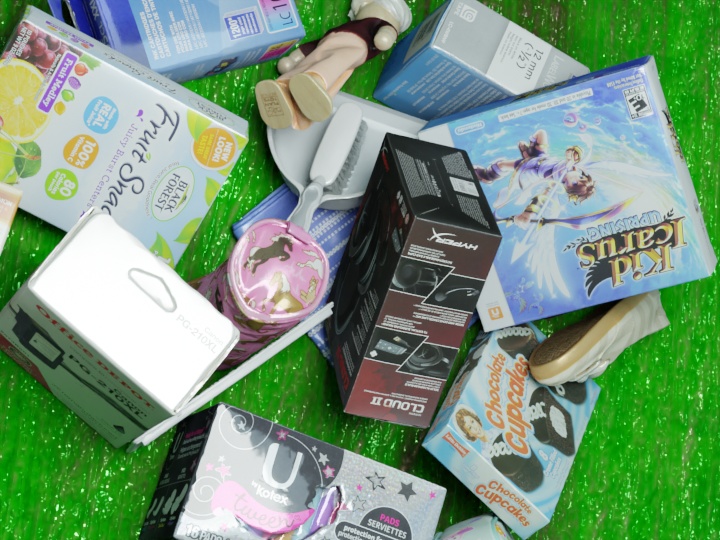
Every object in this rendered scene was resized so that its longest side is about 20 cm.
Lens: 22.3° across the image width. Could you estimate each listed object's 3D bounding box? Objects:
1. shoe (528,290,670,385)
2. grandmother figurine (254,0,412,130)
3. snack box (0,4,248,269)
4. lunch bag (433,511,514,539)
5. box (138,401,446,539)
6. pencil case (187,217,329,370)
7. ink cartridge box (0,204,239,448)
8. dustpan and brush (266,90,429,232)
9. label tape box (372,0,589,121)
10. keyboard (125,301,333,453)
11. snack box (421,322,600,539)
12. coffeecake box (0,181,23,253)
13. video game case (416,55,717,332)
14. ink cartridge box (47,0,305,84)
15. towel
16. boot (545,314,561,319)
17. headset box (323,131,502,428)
[{"bbox_3d":[0.213,0.060,1.577,0.200,0.070,0.053,-32,95,-49],"label":"shoe"},{"bbox_3d":[-0.016,-0.184,1.553,0.200,0.121,0.061,-47,130,-48],"label":"grandmother figurine"},{"bbox_3d":[-0.209,-0.100,1.457,0.200,0.053,0.142,28,108,-13],"label":"snack box"},{"bbox_3d":[0.118,0.298,1.472,0.077,0.160,0.200,-22,87,2],"label":"lunch bag"},{"bbox_3d":[-0.054,0.192,1.442,0.200,0.132,0.115,21,73,-15],"label":"box"},{"bbox_3d":[-0.089,0.021,1.431,0.083,0.200,0.087,-7,80,-21],"label":"pencil case"},{"bbox_3d":[-0.192,0.048,1.386,0.145,0.200,0.084,42,67,-7],"label":"ink cartridge box"},{"bbox_3d":[-0.030,-0.079,1.522,0.139,0.057,0.200,20,64,6],"label":"dustpan and brush"},{"bbox_3d":[0.129,-0.147,1.581,0.200,0.143,0.066,28,70,-13],"label":"label tape box"},{"bbox_3d":[-0.105,0.087,1.480,0.200,0.056,0.011,-35,92,-19],"label":"keyboard"},{"bbox_3d":[0.129,0.121,1.525,0.116,0.037,0.200,43,34,-7],"label":"snack box"},{"bbox_3d":[-0.329,0.035,1.364,0.073,0.153,0.200,22,71,-15],"label":"coffeecake box"},{"bbox_3d":[0.168,-0.059,1.495,0.182,0.200,0.045,70,22,-12],"label":"video game case"},{"bbox_3d":[-0.165,-0.225,1.529,0.200,0.076,0.137,-18,84,-21],"label":"ink cartridge box"},{"bbox_3d":[0.000,0.000,1.566,0.145,0.024,0.200,-39,93,-23],"label":"towel"},{"bbox_3d":[0.154,-0.044,1.561,0.200,0.146,0.070,36,40,-15],"label":"boot"},{"bbox_3d":[0.034,0.015,1.453,0.077,0.149,0.200,13,118,-16],"label":"headset box"}]
